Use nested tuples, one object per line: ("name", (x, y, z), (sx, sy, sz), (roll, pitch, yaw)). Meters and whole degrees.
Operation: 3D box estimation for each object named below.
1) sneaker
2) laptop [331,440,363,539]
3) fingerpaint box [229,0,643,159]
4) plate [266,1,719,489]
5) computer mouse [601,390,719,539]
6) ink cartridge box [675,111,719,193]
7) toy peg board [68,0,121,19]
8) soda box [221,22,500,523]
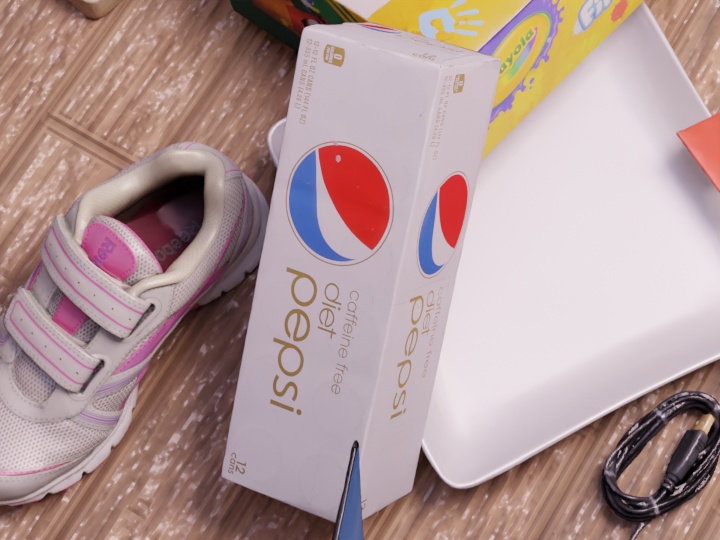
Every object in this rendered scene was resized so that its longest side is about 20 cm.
("sneaker", (-0.120, 0.014, 0.836), (0.081, 0.088, 0.201), (33, 73, 13))
("laptop", (0.028, 0.198, 0.710), (0.116, 0.188, 0.200), (-42, 74, -14))
("fingerpaint box", (0.055, -0.170, 0.890), (0.166, 0.074, 0.200), (35, 69, 29))
("plate", (0.083, -0.021, 0.877), (0.199, 0.032, 0.201), (-25, 71, -9))
("computer mouse", (0.113, 0.138, 0.814), (0.058, 0.034, 0.201), (22, 70, 10))
("ink cartridge box", (0.259, -0.074, 0.868), (0.199, 0.050, 0.109), (-26, 70, -21))
("toy peg board", (-0.140, -0.273, 0.943), (0.199, 0.098, 0.200), (40, 74, 15))
("soda box", (0.000, 0.000, 0.792), (0.068, 0.064, 0.202), (18, 107, 24))
